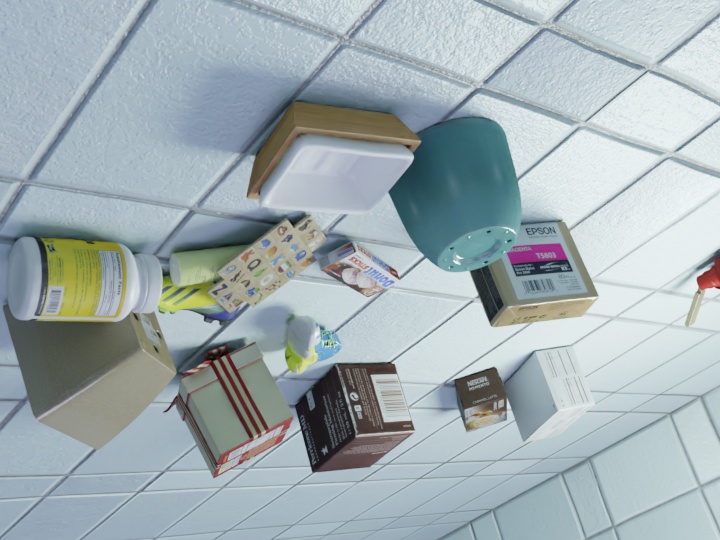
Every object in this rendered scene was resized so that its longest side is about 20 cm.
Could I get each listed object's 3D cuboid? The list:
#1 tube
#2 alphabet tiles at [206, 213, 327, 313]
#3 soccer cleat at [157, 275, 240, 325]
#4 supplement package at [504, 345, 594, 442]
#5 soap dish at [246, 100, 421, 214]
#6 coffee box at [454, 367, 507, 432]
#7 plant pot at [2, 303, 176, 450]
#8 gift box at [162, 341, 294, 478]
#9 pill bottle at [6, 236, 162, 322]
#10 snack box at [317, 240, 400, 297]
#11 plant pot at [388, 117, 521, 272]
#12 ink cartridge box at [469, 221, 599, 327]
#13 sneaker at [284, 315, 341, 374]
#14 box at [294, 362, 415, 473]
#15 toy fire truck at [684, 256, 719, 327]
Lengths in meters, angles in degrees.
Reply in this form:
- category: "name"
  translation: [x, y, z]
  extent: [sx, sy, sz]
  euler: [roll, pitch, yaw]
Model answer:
- category: "tube"
  translation: [-0.196, -0.013, 1.535]
  extent: [0.197, 0.053, 0.058]
  euler: [-8, -172, -31]
- category: "alphabet tiles"
  translation: [-0.144, -0.009, 1.552]
  extent: [0.199, 0.006, 0.167]
  euler: [-36, 155, 0]
- category: "soccer cleat"
  translation: [-0.273, 0.029, 1.573]
  extent: [0.198, 0.065, 0.085]
  euler: [17, 109, -43]
- category: "supplement package"
  translation: [0.457, 0.304, 2.421]
  extent: [0.109, 0.158, 0.201]
  euler: [-6, 152, -23]
- category: "soap dish"
  translation: [-0.040, -0.150, 1.329]
  extent: [0.197, 0.083, 0.157]
  euler: [1, 148, -34]
- category: "coffee box"
  translation: [0.300, 0.323, 2.446]
  extent: [0.112, 0.081, 0.201]
  euler: [-17, 154, -1]
- category: "plant pot"
  translation: [-0.402, 0.126, 1.525]
  extent: [0.175, 0.202, 0.200]
  euler: [-29, 153, 2]
- category: "gift box"
  translation: [-0.253, 0.255, 1.846]
  extent: [0.197, 0.189, 0.185]
  euler: [-21, 160, -28]
- category: "pill bottle"
  translation: [-0.386, 0.015, 1.393]
  extent: [0.197, 0.114, 0.112]
  euler: [4, 147, -37]
- category: "snack box"
  translation: [0.000, 0.000, 1.694]
  extent: [0.071, 0.025, 0.200]
  euler: [-27, 156, 16]
- category: "plant pot"
  translation: [0.147, -0.097, 1.458]
  extent: [0.197, 0.164, 0.202]
  euler: [-14, 154, -7]
- category: "ink cartridge box"
  translation: [0.298, 0.004, 1.739]
  extent: [0.196, 0.167, 0.075]
  euler: [-5, 150, -24]
- category: "sneaker"
  translation: [-0.083, 0.125, 1.856]
  extent: [0.103, 0.077, 0.200]
  euler: [-21, 163, -22]
- category: "box"
  translation: [-0.014, 0.320, 2.147]
  extent: [0.162, 0.168, 0.200]
  euler: [2, 147, -36]
- category: "toy fire truck"
  translation: [0.815, 0.038, 2.197]
  extent: [0.174, 0.131, 0.199]
  euler: [6, 157, -40]
